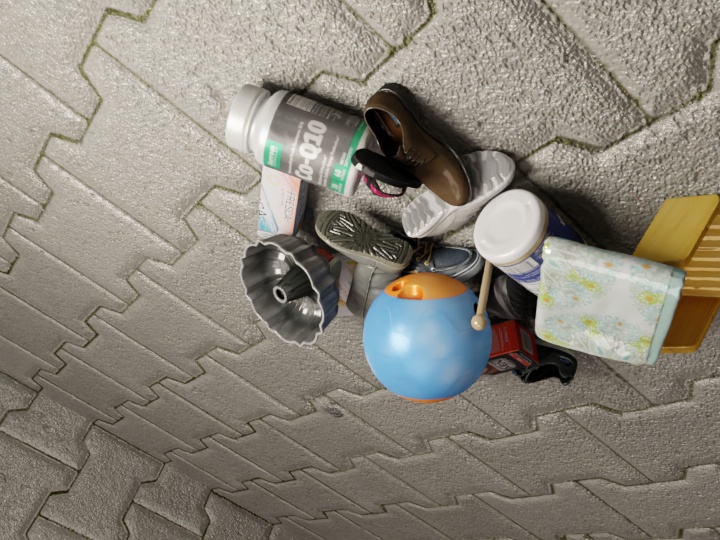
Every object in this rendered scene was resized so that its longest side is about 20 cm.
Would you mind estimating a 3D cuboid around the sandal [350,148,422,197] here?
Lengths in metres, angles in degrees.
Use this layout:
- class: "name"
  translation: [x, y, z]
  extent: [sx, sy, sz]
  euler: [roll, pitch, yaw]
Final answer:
- class: "sandal"
  translation: [0.038, -0.127, 0.894]
  extent: [0.075, 0.200, 0.045]
  euler: [44, 107, 14]

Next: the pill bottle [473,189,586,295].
- class: "pill bottle"
  translation: [0.266, -0.026, 0.938]
  extent: [0.111, 0.112, 0.199]
  euler: [-18, 144, 41]

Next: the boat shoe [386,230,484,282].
- class: "boat shoe"
  translation: [0.103, -0.023, 1.077]
  extent: [0.199, 0.071, 0.091]
  euler: [-8, 133, 35]

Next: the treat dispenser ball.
- class: "treat dispenser ball"
  translation: [0.103, 0.103, 0.994]
  extent: [0.200, 0.202, 0.202]
  euler: [14, 143, 11]

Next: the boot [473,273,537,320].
- class: "boot"
  translation: [0.213, 0.052, 1.061]
  extent: [0.131, 0.070, 0.200]
  euler: [-1, 164, 26]

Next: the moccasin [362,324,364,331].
- class: "moccasin"
  translation: [0.090, 0.106, 1.175]
  extent: [0.201, 0.078, 0.074]
  euler: [-12, 121, 42]

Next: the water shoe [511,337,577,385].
- class: "water shoe"
  translation: [0.304, 0.169, 1.206]
  extent: [0.199, 0.079, 0.072]
  euler: [1, 138, 27]

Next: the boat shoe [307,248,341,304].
- class: "boat shoe"
  translation: [-0.081, 0.039, 1.187]
  extent: [0.062, 0.071, 0.201]
  euler: [27, 138, 15]

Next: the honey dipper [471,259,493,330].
- class: "honey dipper"
  translation: [0.193, 0.010, 0.962]
  extent: [0.038, 0.201, 0.038]
  euler: [10, 137, 9]

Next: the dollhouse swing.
- class: "dollhouse swing"
  translation: [0.491, 0.021, 0.863]
  extent: [0.175, 0.182, 0.201]
  euler: [18, 148, 41]

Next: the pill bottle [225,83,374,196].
- class: "pill bottle"
  translation: [-0.086, -0.192, 0.928]
  extent: [0.199, 0.114, 0.113]
  euler: [20, 144, 3]

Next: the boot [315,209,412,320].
- class: "boot"
  translation: [-0.002, 0.001, 1.090]
  extent: [0.181, 0.073, 0.200]
  euler: [29, 152, 8]

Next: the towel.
- class: "towel"
  translation: [0.323, 0.047, 0.852]
  extent: [0.170, 0.048, 0.201]
  euler: [15, 144, 21]

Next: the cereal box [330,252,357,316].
- class: "cereal box"
  translation: [-0.041, 0.030, 1.243]
  extent: [0.199, 0.040, 0.144]
  euler: [-9, 132, 35]

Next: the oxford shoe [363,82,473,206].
- class: "oxford shoe"
  translation: [0.074, -0.156, 0.877]
  extent: [0.200, 0.084, 0.073]
  euler: [45, 136, -6]

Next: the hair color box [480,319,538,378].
- class: "hair color box"
  translation: [0.212, 0.156, 1.174]
  extent: [0.199, 0.062, 0.101]
  euler: [-20, 148, 30]

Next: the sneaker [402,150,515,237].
- class: "sneaker"
  translation: [0.154, -0.114, 0.960]
  extent: [0.082, 0.075, 0.200]
  euler: [4, 154, -44]

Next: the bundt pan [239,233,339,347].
- class: "bundt pan"
  translation: [-0.114, 0.026, 1.101]
  extent: [0.201, 0.076, 0.203]
  euler: [23, 129, 32]

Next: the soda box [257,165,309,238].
- class: "soda box"
  translation: [-0.128, -0.130, 1.071]
  extent: [0.068, 0.064, 0.200]
  euler: [20, 143, 2]
